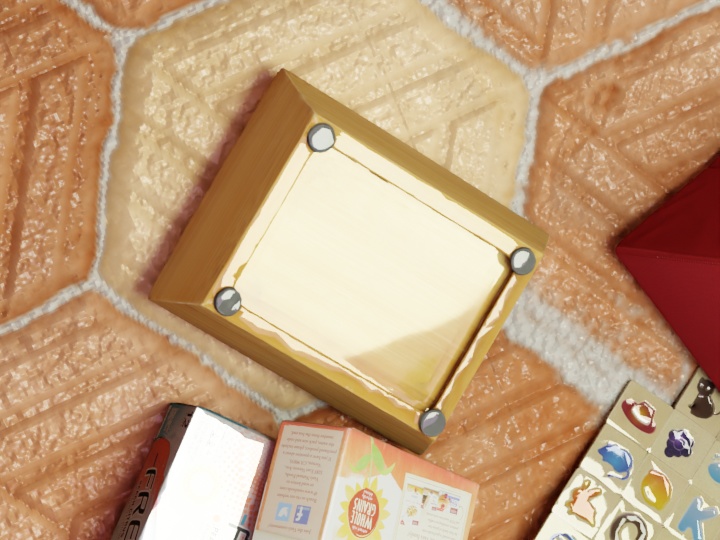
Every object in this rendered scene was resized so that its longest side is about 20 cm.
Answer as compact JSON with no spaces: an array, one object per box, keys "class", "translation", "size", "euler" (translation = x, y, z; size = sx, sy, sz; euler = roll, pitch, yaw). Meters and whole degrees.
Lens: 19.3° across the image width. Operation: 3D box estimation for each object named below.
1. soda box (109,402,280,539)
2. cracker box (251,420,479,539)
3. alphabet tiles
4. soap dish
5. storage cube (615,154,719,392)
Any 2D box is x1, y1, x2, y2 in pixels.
[{"class":"soda box","translation":[-0.114,0.180,1.236],"size":[0.068,0.064,0.200],"euler":[26,80,-18]},{"class":"cracker box","translation":[-0.010,0.201,1.233],"size":[0.134,0.058,0.200],"euler":[29,70,-47]},{"class":"alphabet tiles","translation":[0.203,0.170,1.336],"size":[0.166,0.006,0.200],"euler":[35,77,-5]},{"class":"soap dish","translation":[0.000,0.000,1.247],"size":[0.200,0.081,0.158],"euler":[31,90,-18]},{"class":"storage cube","translation":[0.295,0.004,1.266],"size":[0.171,0.180,0.200],"euler":[-43,108,-13]}]
